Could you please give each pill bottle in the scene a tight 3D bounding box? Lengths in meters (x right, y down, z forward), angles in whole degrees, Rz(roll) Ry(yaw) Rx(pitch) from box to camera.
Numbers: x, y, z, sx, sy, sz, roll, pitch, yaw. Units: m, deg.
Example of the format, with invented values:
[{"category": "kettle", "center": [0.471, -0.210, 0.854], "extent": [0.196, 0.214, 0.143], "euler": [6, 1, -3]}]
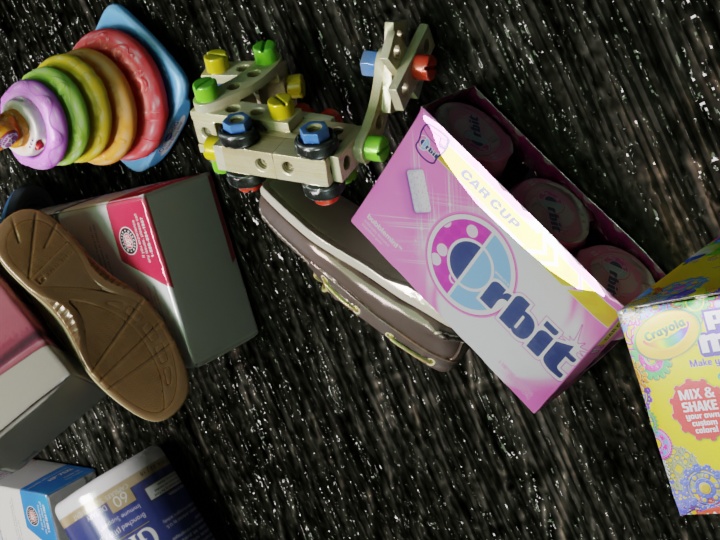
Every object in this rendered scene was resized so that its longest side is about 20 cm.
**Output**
[{"category": "pill bottle", "center": [-0.178, 0.269, 1.286], "extent": [0.111, 0.111, 0.201], "euler": [-35, 85, 42]}]

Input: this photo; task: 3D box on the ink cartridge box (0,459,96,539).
[{"category": "ink cartridge box", "center": [-0.343, 0.252, 1.442], "extent": [0.199, 0.067, 0.117], "euler": [2, 109, 38]}]

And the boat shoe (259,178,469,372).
[{"category": "boat shoe", "center": [0.000, 0.000, 1.059], "extent": [0.199, 0.072, 0.060], "euler": [33, 123, 17]}]

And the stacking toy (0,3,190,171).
[{"category": "stacking toy", "center": [-0.237, -0.120, 1.111], "extent": [0.110, 0.200, 0.116], "euler": [47, 130, 13]}]

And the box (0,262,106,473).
[{"category": "box", "center": [-0.316, 0.051, 1.162], "extent": [0.200, 0.109, 0.128], "euler": [49, 175, 11]}]

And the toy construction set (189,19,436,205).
[{"category": "toy construction set", "center": [-0.038, -0.113, 1.014], "extent": [0.199, 0.131, 0.092], "euler": [-4, 123, 35]}]

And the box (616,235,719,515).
[{"category": "box", "center": [0.278, 0.031, 0.762], "extent": [0.199, 0.192, 0.123], "euler": [-11, 101, 41]}]

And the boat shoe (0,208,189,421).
[{"category": "boat shoe", "center": [-0.209, 0.035, 1.139], "extent": [0.200, 0.071, 0.065], "euler": [51, 166, 0]}]

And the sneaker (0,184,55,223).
[{"category": "sneaker", "center": [-0.314, 0.015, 1.322], "extent": [0.078, 0.066, 0.201], "euler": [17, 118, 37]}]

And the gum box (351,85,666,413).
[{"category": "gum box", "center": [0.101, -0.011, 0.972], "extent": [0.200, 0.066, 0.114], "euler": [46, 132, 14]}]

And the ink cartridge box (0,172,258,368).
[{"category": "ink cartridge box", "center": [-0.200, 0.008, 1.213], "extent": [0.199, 0.083, 0.146], "euler": [-7, 104, 41]}]
